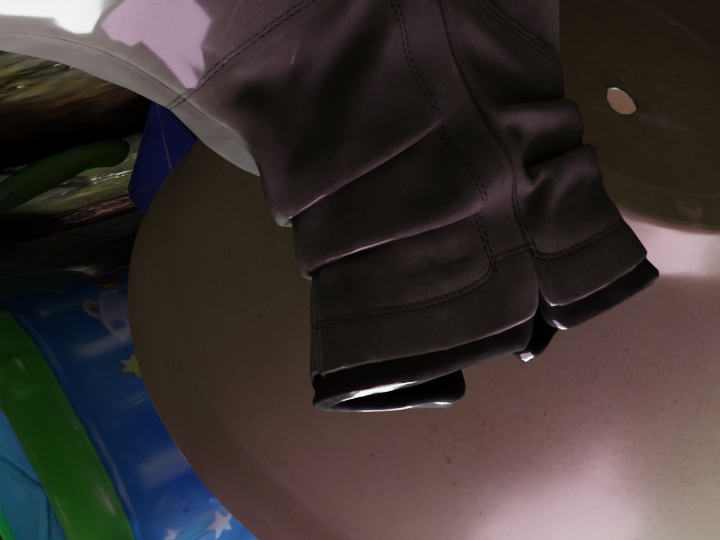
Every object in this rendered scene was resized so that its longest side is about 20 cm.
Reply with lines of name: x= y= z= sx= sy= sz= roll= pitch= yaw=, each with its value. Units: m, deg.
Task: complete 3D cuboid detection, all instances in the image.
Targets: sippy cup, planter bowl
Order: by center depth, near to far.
planter bowl: x=0.051 y=-0.015 z=0.831 sx=0.200 sy=0.200 sz=0.135 roll=-12 pitch=146 yaw=-37
sippy cup: x=-0.056 y=0.050 z=0.995 sx=0.130 sy=0.178 sz=0.140 roll=-25 pitch=-148 yaw=-16

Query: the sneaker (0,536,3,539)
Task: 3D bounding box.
sneaker: x=-0.201 y=0.081 z=1.227 sx=0.200 sy=0.076 sz=0.088 roll=1 pitch=-164 yaw=5

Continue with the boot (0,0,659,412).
boot: x=-0.016 y=-0.031 z=0.638 sx=0.200 sy=0.131 sz=0.068 roll=-11 pitch=172 yaw=-41

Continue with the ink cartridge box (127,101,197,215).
ink cartridge box: x=0.034 y=-0.028 z=0.976 sx=0.200 sy=0.094 sz=0.044 roll=-12 pitch=136 yaw=-36

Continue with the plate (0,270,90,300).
plate: x=-0.195 y=0.043 z=1.151 sx=0.200 sy=0.026 sz=0.200 roll=-16 pitch=-170 yaw=3
